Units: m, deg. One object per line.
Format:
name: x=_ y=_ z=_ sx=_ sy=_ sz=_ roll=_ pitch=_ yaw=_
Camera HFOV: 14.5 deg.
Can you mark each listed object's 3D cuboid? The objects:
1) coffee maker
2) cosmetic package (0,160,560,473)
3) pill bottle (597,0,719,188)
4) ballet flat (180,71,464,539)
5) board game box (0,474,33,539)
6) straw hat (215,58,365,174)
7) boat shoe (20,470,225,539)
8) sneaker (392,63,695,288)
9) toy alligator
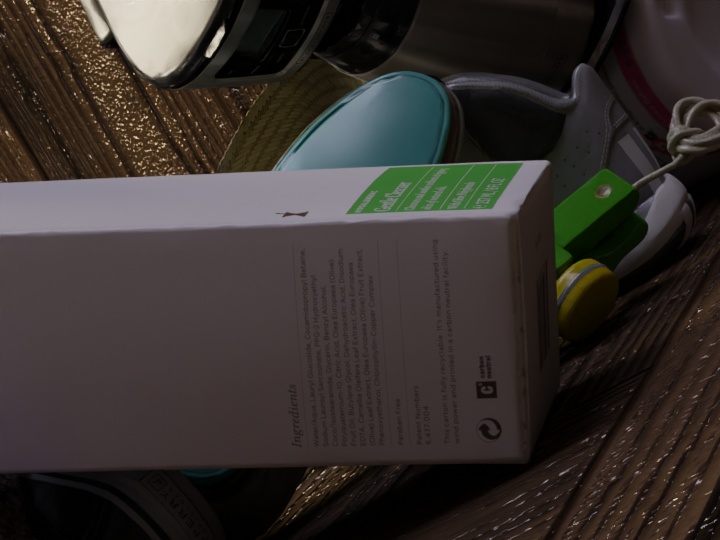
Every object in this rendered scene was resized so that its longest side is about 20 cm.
coffee maker: x=-0.019 y=-0.142 z=1.170 sx=0.199 sy=0.135 sz=0.192 roll=6 pitch=19 yaw=-35
cosmetic package: x=-0.039 y=0.015 z=0.922 sx=0.199 sy=0.085 sz=0.108 roll=-1 pitch=12 yaw=9
pill bottle: x=0.103 y=-0.079 z=1.261 sx=0.113 sy=0.114 sz=0.200 roll=-35 pitch=6 yaw=-39
ballet flat: x=-0.021 y=0.015 z=1.051 sx=0.200 sy=0.067 sz=0.064 roll=-59 pitch=-23 yaw=-23
board game box: x=-0.204 y=0.073 z=0.950 sx=0.097 sy=0.159 sz=0.200 roll=-55 pitch=19 yaw=7
straw hat: x=0.000 y=0.000 z=1.223 sx=0.085 sy=0.202 sz=0.201 roll=17 pitch=25 yaw=17
boat shoe: x=-0.116 y=0.103 z=1.014 sx=0.071 sy=0.072 sz=0.200 roll=-39 pitch=5 yaw=-23
sneaker: x=0.021 y=-0.016 z=1.111 sx=0.200 sy=0.116 sz=0.075 roll=-30 pitch=6 yaw=5
toy alligator: x=0.068 y=0.003 z=1.041 sx=0.200 sy=0.059 sz=0.054 roll=-34 pitch=-34 yaw=-30
